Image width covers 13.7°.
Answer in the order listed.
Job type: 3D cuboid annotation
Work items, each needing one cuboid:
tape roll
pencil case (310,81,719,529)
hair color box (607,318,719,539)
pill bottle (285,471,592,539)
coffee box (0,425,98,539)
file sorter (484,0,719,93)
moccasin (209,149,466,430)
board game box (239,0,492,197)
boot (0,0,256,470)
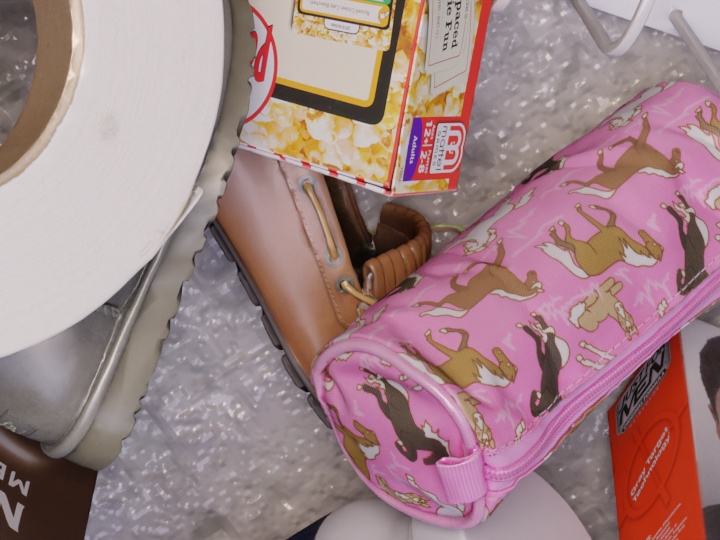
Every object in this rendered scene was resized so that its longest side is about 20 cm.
[{"bbox_3d":[-0.136,-0.070,0.883,0.202,0.037,0.204,0,91,-25],"label":"tape roll"},{"bbox_3d":[0.072,0.011,1.074,0.200,0.086,0.083,-37,100,-32],"label":"pencil case"},{"bbox_3d":[0.153,0.113,1.109,0.101,0.200,0.061,20,125,-15],"label":"hair color box"},{"bbox_3d":[-0.007,0.156,1.122,0.200,0.116,0.116,-33,113,27],"label":"pill bottle"},{"bbox_3d":[-0.150,0.044,1.036,0.114,0.200,0.080,35,120,-19],"label":"coffee box"},{"bbox_3d":[0.146,-0.133,1.059,0.199,0.125,0.139,17,108,-14],"label":"file sorter"},{"bbox_3d":[0.000,0.000,1.121,0.077,0.074,0.202,-27,103,12],"label":"moccasin"},{"bbox_3d":[-0.022,-0.140,1.014,0.151,0.046,0.201,18,103,30],"label":"board game box"},{"bbox_3d":[-0.144,-0.042,0.938,0.199,0.073,0.183,23,74,-19],"label":"boot"}]
